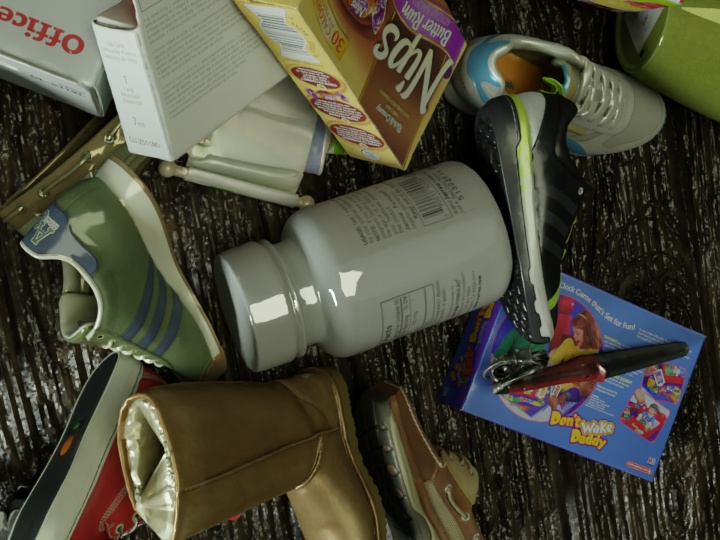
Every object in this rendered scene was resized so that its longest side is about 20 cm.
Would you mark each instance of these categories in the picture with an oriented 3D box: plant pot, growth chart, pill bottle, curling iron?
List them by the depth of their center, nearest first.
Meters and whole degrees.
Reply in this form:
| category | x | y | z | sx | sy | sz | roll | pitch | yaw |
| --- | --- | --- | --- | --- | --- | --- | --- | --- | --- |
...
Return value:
| category | x | y | z | sx | sy | sz | roll | pitch | yaw |
| --- | --- | --- | --- | --- | --- | --- | --- | --- | --- |
| pill bottle | 0.000 | 0.000 | 0.816 | 0.199 | 0.114 | 0.115 | -19 | 102 | -18 |
| growth chart | -0.054 | -0.143 | 0.829 | 0.144 | 0.018 | 0.201 | 19 | 88 | -27 |
| curling iron | 0.186 | 0.076 | 0.885 | 0.199 | 0.050 | 0.026 | -2 | 64 | -28 |
| plant pot | 0.315 | -0.192 | 0.894 | 0.199 | 0.187 | 0.188 | 5 | 93 | -13 |

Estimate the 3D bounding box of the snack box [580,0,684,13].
| category | x | y | z | sx | sy | sz | roll | pitch | yaw |
| --- | --- | --- | --- | --- | --- | --- | --- | --- | --- |
| snack box | 0.125 | -0.239 | 0.800 | 0.199 | 0.142 | 0.053 | 16 | 98 | -7 |

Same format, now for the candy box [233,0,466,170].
| category | x | y | z | sx | sy | sz | roll | pitch | yaw |
| --- | --- | --- | --- | --- | --- | --- | --- | --- | --- |
| candy box | 0.000 | -0.169 | 0.763 | 0.117 | 0.056 | 0.200 | -64 | 148 | -15 |

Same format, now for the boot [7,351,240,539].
| category | x | y | z | sx | sy | sz | roll | pitch | yaw |
| --- | --- | --- | --- | --- | --- | --- | --- | --- | --- |
| boot | -0.153 | 0.172 | 0.766 | 0.144 | 0.072 | 0.200 | 39 | 51 | -22 |

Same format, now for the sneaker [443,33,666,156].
| category | x | y | z | sx | sy | sz | roll | pitch | yaw |
| --- | --- | --- | --- | --- | --- | --- | --- | --- | --- |
| sneaker | 0.166 | -0.137 | 0.885 | 0.199 | 0.081 | 0.077 | 8 | 91 | -23 |

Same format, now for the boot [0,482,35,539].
| category | x | y | z | sx | sy | sz | roll | pitch | yaw |
| --- | --- | --- | --- | --- | --- | --- | --- | --- | --- |
| boot | -0.205 | 0.223 | 0.788 | 0.199 | 0.070 | 0.132 | 9 | 86 | -27 |

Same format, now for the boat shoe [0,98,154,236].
| category | x | y | z | sx | sy | sz | roll | pitch | yaw |
| --- | --- | --- | --- | --- | --- | --- | --- | --- | --- |
| boat shoe | -0.169 | -0.103 | 0.766 | 0.063 | 0.073 | 0.201 | 35 | 90 | -25 |

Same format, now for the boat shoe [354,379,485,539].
| category | x | y | z | sx | sy | sz | roll | pitch | yaw |
| --- | --- | --- | --- | --- | --- | --- | --- | --- | --- |
| boat shoe | 0.054 | 0.174 | 0.882 | 0.074 | 0.076 | 0.201 | -26 | 112 | -22 |

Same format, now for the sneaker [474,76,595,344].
| category | x | y | z | sx | sy | sz | roll | pitch | yaw |
| --- | --- | --- | --- | --- | --- | --- | --- | --- | --- |
| sneaker | 0.142 | -0.042 | 0.830 | 0.082 | 0.072 | 0.201 | -13 | 107 | -12 |

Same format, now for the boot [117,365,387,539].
| category | x | y | z | sx | sy | sz | roll | pitch | yaw |
| --- | --- | --- | --- | --- | --- | --- | --- | --- | --- |
| boot | -0.072 | 0.157 | 0.772 | 0.200 | 0.066 | 0.176 | -6 | 78 | -57 |

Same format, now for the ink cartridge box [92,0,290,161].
| category | x | y | z | sx | sy | sz | roll | pitch | yaw |
| --- | --- | --- | --- | --- | --- | --- | --- | --- | --- |
| ink cartridge box | -0.088 | -0.192 | 0.701 | 0.200 | 0.043 | 0.174 | -45 | 138 | -40 |

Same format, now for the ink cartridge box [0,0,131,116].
| category | x | y | z | sx | sy | sz | roll | pitch | yaw |
| --- | --- | --- | --- | --- | --- | --- | --- | --- | --- |
| ink cartridge box | -0.199 | -0.220 | 0.708 | 0.145 | 0.083 | 0.201 | 21 | 81 | -6 |

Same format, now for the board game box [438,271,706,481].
| category | x | y | z | sx | sy | sz | roll | pitch | yaw |
| --- | --- | --- | --- | --- | --- | --- | --- | --- | --- |
| board game box | 0.180 | 0.081 | 0.930 | 0.199 | 0.045 | 0.135 | 23 | 87 | -21 |

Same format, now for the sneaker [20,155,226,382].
| category | x | y | z | sx | sy | sz | roll | pitch | yaw |
| --- | --- | --- | --- | --- | --- | --- | --- | --- | --- |
| sneaker | -0.163 | 0.023 | 0.750 | 0.090 | 0.067 | 0.201 | -38 | 136 | -22 |
